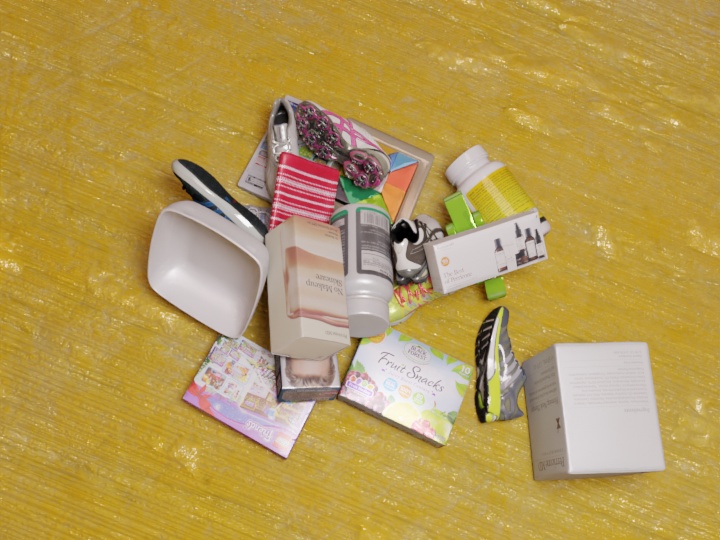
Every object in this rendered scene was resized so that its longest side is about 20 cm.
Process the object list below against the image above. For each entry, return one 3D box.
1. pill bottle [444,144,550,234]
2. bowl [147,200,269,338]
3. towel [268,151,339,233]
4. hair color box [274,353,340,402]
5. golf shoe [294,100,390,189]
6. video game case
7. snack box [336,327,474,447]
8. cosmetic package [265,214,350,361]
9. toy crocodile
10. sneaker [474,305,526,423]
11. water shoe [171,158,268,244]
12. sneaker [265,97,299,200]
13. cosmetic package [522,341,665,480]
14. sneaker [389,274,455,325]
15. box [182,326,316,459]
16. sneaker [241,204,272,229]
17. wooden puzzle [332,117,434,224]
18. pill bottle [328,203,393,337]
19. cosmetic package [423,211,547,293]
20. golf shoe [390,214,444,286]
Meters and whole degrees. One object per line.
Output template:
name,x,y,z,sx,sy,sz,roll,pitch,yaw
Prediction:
pill bottle,0.243,-0.121,1.404,0.111,0.113,0.202,-32,80,-15
bowl,-0.237,-0.012,1.252,0.197,0.202,0.075,30,43,4
towel,-0.097,-0.090,1.336,0.143,0.022,0.205,14,80,-47
hair color box,-0.094,0.111,1.292,0.098,0.061,0.204,0,61,-15
golf shoe,-0.031,-0.231,1.387,0.199,0.073,0.092,41,39,-6
video game case,-0.118,-0.211,1.421,0.141,0.018,0.203,23,74,11
snack box,0.076,0.191,1.320,0.197,0.053,0.144,24,70,1
cosmetic package,-0.084,0.029,1.227,0.102,0.087,0.204,13,61,-40
toy crocodile,0.203,-0.042,1.360,0.067,0.062,0.203,-29,87,10
sneaker,0.245,0.164,1.349,0.079,0.074,0.205,8,78,-14
water shoe,-0.244,-0.095,1.274,0.199,0.072,0.079,42,104,-8
sneaker,-0.139,-0.207,1.366,0.073,0.087,0.204,-8,71,-2
cosmetic package,0.378,0.234,1.285,0.162,0.168,0.205,0,72,-8
sneaker,0.098,0.027,1.353,0.197,0.090,0.079,-28,80,-13
box,-0.176,0.202,1.293,0.197,0.039,0.138,29,71,2
sneaker,-0.211,-0.080,1.351,0.195,0.082,0.076,-4,73,-8
wooden puzzle,0.024,-0.169,1.431,0.182,0.037,0.203,23,72,1
pill bottle,0.000,0.000,1.308,0.110,0.114,0.204,3,62,-6
cosmetic package,0.207,-0.031,1.284,0.196,0.051,0.084,-18,98,-15
golf shoe,0.097,-0.061,1.337,0.076,0.096,0.201,-12,28,18
